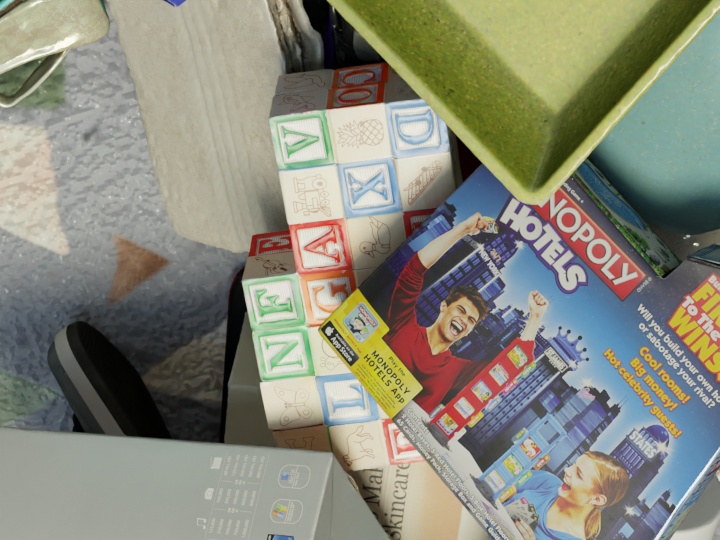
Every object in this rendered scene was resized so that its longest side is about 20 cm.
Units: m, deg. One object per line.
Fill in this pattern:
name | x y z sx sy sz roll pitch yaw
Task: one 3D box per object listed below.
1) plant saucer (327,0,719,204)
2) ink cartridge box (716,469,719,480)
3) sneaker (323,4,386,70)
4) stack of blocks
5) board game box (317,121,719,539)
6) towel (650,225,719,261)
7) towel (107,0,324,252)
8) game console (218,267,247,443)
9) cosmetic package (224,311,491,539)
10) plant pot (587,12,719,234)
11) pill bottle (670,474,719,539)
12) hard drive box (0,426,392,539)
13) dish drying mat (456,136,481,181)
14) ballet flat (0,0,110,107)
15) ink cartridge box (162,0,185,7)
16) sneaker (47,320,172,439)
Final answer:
plant saucer | 0.077 -0.167 0.987 0.200 0.048 0.200 47 118 9
ink cartridge box | 0.233 0.043 1.250 0.196 0.047 0.202 7 91 2
sneaker | 0.008 -0.120 1.155 0.069 0.100 0.201 10 113 5
stack of blocks | 0.000 0.000 1.134 0.114 0.059 0.201 -6 116 6
board game box | 0.117 0.035 1.053 0.200 0.062 0.200 -44 80 20
towel | 0.162 0.010 1.200 0.199 0.034 0.133 26 96 -3
towel | -0.072 -0.096 1.190 0.132 0.034 0.201 15 128 40
game console | 0.017 0.088 1.316 0.198 0.031 0.178 6 119 1
cosmetic package | 0.024 0.096 1.259 0.198 0.087 0.104 6 117 2
plant pot | 0.163 -0.098 1.098 0.199 0.200 0.135 26 112 -9
pill bottle | 0.116 0.185 1.184 0.113 0.114 0.201 15 121 -3
hard drive box | -0.092 0.154 1.183 0.199 0.077 0.156 3 151 19
dish drying mat | 0.053 -0.072 1.229 0.199 0.018 0.077 -9 107 11
ballet flat | -0.224 -0.102 1.217 0.199 0.068 0.062 -28 122 19
ink cartridge box | -0.078 -0.226 1.089 0.199 0.137 0.076 -31 149 19
sneaker | -0.165 0.132 1.331 0.120 0.084 0.201 -25 115 7
